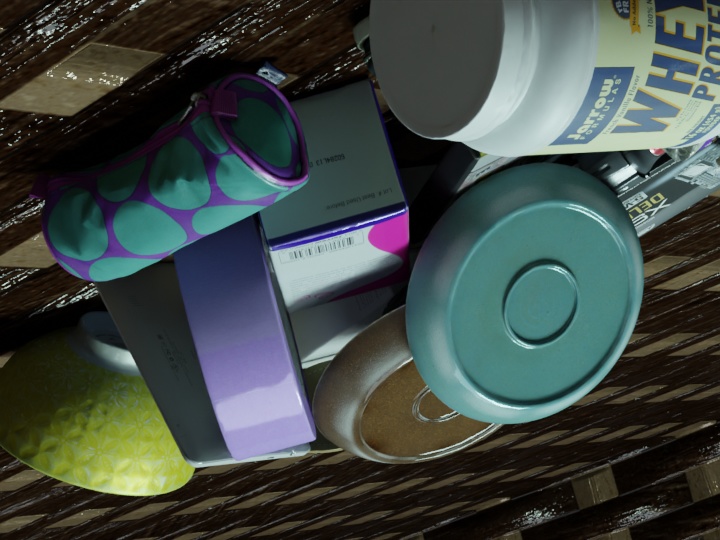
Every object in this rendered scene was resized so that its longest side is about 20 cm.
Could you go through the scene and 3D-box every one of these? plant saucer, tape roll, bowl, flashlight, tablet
[{"bbox_3d":[0.128,0.022,1.391,0.199,0.202,0.027,-9,-160,-23],"label":"plant saucer"},{"bbox_3d":[0.061,0.089,1.457,0.199,0.032,0.201,-16,143,-13],"label":"plant saucer"},{"bbox_3d":[-0.089,0.038,1.433,0.065,0.202,0.200,-14,166,0],"label":"tape roll"},{"bbox_3d":[-0.224,0.101,1.675,0.199,0.200,0.108,1,116,-47],"label":"bowl"},{"bbox_3d":[0.247,-0.121,1.389,0.199,0.068,0.068,-33,134,20],"label":"flashlight"},{"bbox_3d":[-0.129,0.072,1.539,0.130,0.201,0.014,-1,140,-45],"label":"tablet"}]

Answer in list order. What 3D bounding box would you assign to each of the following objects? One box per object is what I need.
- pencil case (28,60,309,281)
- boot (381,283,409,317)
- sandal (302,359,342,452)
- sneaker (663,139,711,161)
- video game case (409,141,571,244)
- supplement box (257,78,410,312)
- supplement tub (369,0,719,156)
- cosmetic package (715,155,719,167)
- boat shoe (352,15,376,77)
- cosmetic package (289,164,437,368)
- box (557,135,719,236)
[{"bbox_3d":[-0.126,-0.061,1.255,0.199,0.085,0.092,-26,124,38],"label":"pencil case"},{"bbox_3d":[0.119,0.014,1.482,0.200,0.070,0.131,-38,141,15],"label":"boot"},{"bbox_3d":[0.019,0.104,1.624,0.210,0.078,0.070,-24,163,-3],"label":"sandal"},{"bbox_3d":[0.255,-0.152,1.290,0.099,0.070,0.201,-28,158,-23],"label":"sneaker"},{"bbox_3d":[0.129,-0.096,1.405,0.180,0.026,0.200,-29,171,-18],"label":"video game case"},{"bbox_3d":[-0.024,-0.048,1.373,0.100,0.104,0.200,-15,165,-3],"label":"supplement box"},{"bbox_3d":[0.119,-0.140,1.086,0.199,0.146,0.145,-6,163,-35],"label":"supplement tub"},{"bbox_3d":[0.378,-0.120,1.444,0.200,0.073,0.103,-45,159,21],"label":"cosmetic package"},{"bbox_3d":[0.065,-0.124,1.246,0.074,0.067,0.199,-23,166,21],"label":"boat shoe"},{"bbox_3d":[0.000,0.000,1.574,0.084,0.108,0.200,-9,166,-30],"label":"cosmetic package"},{"bbox_3d":[0.256,-0.094,1.524,0.199,0.050,0.158,-32,162,12],"label":"box"}]
